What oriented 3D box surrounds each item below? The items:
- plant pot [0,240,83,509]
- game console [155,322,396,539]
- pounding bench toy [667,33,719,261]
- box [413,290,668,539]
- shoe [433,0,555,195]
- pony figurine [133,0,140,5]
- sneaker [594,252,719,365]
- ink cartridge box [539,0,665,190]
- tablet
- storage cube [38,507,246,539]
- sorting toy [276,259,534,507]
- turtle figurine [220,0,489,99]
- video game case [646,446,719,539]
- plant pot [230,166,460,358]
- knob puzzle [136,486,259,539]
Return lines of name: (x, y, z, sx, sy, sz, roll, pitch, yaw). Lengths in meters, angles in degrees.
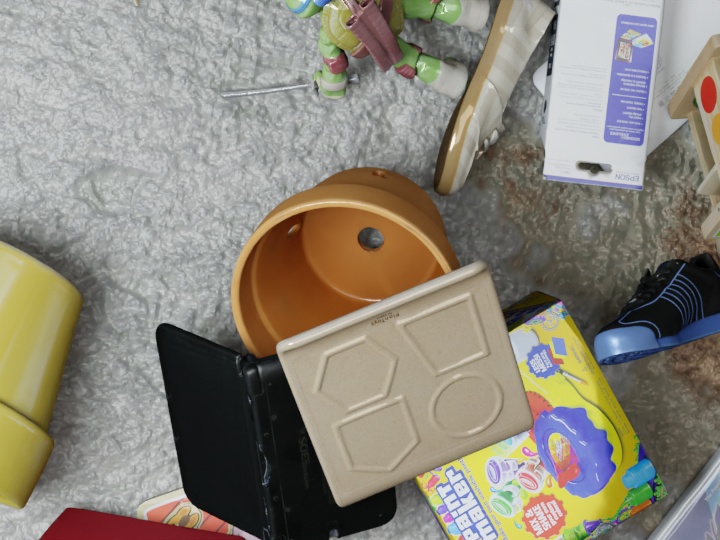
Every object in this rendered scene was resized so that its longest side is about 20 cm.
plant pot: (-0.335, 0.077, 1.464, 0.200, 0.201, 0.190, 28, 74, -7)
game console: (-0.072, 0.133, 1.486, 0.174, 0.117, 0.201, -14, 122, -12)
pounding bench toy: (0.357, -0.114, 1.555, 0.123, 0.200, 0.157, -6, 65, -14)
box: (0.138, 0.156, 1.543, 0.192, 0.122, 0.201, -31, 96, -2)
shoe: (0.120, -0.158, 1.549, 0.053, 0.070, 0.201, 21, 91, -4)
pony figurine: (-0.163, -0.347, 1.483, 0.192, 0.166, 0.202, -11, 101, 26)
sneaker: (0.269, 0.033, 1.540, 0.199, 0.070, 0.079, -11, 81, -49)
ink cartridge box: (0.220, -0.177, 1.563, 0.099, 0.039, 0.202, 7, 91, -6)
tablet: (0.272, -0.196, 1.592, 0.200, 0.014, 0.130, -41, 96, -3)
storage cube: (-0.205, 0.321, 1.465, 0.198, 0.180, 0.173, 9, 101, 4)
sorting toy: (0.039, 0.093, 1.413, 0.184, 0.037, 0.201, -22, 128, -4)
turtle figurine: (0.002, -0.230, 1.531, 0.193, 0.200, 0.145, 14, 68, -25)
video game case: (0.374, 0.274, 1.623, 0.182, 0.023, 0.200, 39, 89, -6)
plant pot: (0.000, 0.000, 1.487, 0.198, 0.140, 0.202, 5, 118, 10)
knob puzzle: (-0.129, 0.282, 1.567, 0.218, 0.030, 0.222, 0, 93, -6)
